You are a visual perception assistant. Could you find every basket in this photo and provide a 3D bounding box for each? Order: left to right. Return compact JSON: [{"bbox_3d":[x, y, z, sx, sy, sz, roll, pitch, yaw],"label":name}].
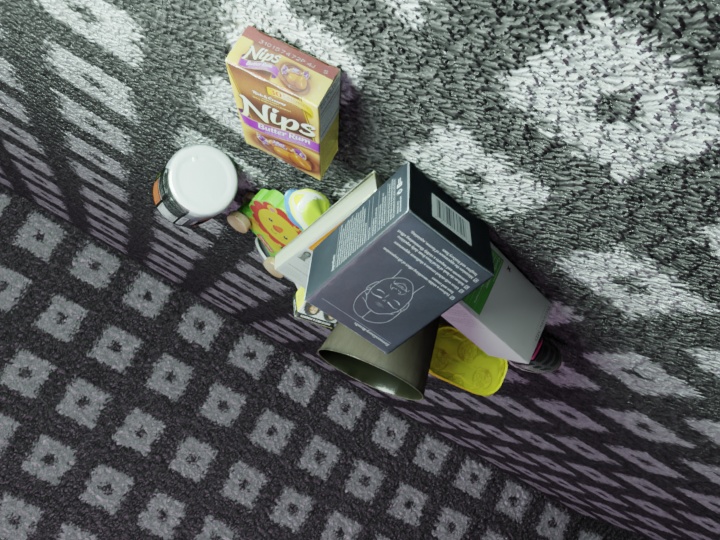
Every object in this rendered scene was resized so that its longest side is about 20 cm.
[{"bbox_3d":[0.055,0.079,1.120,0.180,0.201,0.136,23,159,7],"label":"basket"}]

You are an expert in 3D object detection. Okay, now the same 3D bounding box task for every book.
[{"bbox_3d":[-0.007,-0.031,1.001,0.200,0.048,0.133,-37,125,25],"label":"book"}]

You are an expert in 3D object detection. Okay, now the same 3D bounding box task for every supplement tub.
[{"bbox_3d":[-0.295,-0.143,1.233,0.122,0.123,0.200,33,165,-19],"label":"supplement tub"}]

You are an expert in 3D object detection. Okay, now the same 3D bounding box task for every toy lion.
[{"bbox_3d":[-0.138,-0.066,1.277,0.191,0.069,0.200,10,144,45],"label":"toy lion"}]

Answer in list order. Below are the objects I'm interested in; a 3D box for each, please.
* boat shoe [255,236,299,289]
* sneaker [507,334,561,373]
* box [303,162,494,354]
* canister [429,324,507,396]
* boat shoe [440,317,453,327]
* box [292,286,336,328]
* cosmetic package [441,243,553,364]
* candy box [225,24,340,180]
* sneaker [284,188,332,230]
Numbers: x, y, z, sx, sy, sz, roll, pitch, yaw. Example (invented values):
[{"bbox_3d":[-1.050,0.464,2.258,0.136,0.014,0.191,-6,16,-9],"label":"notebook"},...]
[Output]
[{"bbox_3d":[-0.136,-0.015,1.500,0.200,0.076,0.060,42,124,-14],"label":"boat shoe"},{"bbox_3d":[0.265,0.113,1.183,0.200,0.074,0.087,36,170,-9],"label":"sneaker"},{"bbox_3d":[0.048,-0.011,0.911,0.148,0.107,0.200,35,124,-24],"label":"box"},{"bbox_3d":[0.155,0.154,1.251,0.148,0.087,0.200,25,173,-9],"label":"canister"},{"bbox_3d":[0.147,0.073,1.261,0.199,0.072,0.068,25,161,4],"label":"boat shoe"},{"bbox_3d":[-0.028,-0.002,1.086,0.075,0.200,0.050,21,-148,-25],"label":"box"},{"bbox_3d":[0.186,0.043,1.031,0.200,0.108,0.085,37,162,-35],"label":"cosmetic package"},{"bbox_3d":[-0.087,-0.191,0.837,0.116,0.057,0.200,27,164,6],"label":"candy box"},{"bbox_3d":[-0.051,-0.069,1.138,0.200,0.076,0.105,49,172,-38],"label":"sneaker"}]
